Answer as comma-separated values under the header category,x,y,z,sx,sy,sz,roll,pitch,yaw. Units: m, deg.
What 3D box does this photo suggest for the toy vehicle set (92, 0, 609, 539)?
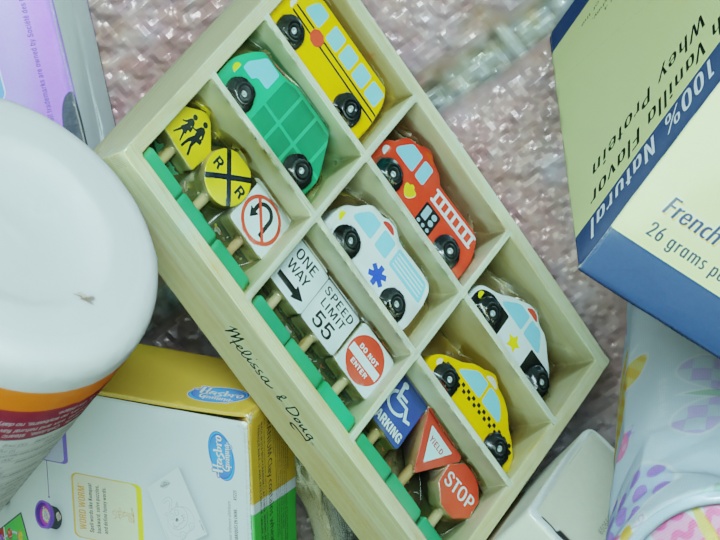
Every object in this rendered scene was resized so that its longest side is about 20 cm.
category,x,y,z,sx,sy,sz,roll,pitch,yaw
toy vehicle set,0.000,0.000,0.926,0.026,0.124,0.200,-12,121,47

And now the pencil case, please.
category,x,y,z,sx,sy,sz,roll,pitch,yaw
pencil case,0.133,0.057,0.907,0.090,0.200,0.084,11,122,3

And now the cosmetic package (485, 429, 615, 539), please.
category,x,y,z,sx,sy,sz,roll,pitch,yaw
cosmetic package,0.052,0.165,0.989,0.105,0.071,0.200,43,124,3

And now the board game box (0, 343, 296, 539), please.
category,x,y,z,sx,sy,sz,roll,pitch,yaw
board game box,-0.122,0.096,0.979,0.199,0.040,0.154,10,117,19

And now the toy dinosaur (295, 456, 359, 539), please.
category,x,y,z,sx,sy,sz,roll,pitch,yaw
toy dinosaur,-0.027,0.063,0.997,0.087,0.048,0.201,-2,118,-6

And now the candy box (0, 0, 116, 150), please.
category,x,y,z,sx,sy,sz,roll,pitch,yaw
candy box,-0.197,-0.076,0.918,0.199,0.072,0.169,-9,115,5

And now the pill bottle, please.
category,x,y,z,sx,sy,sz,roll,pitch,yaw
pill bottle,-0.158,0.041,0.874,0.109,0.110,0.200,32,132,-13

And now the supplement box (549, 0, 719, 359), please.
category,x,y,z,sx,sy,sz,roll,pitch,yaw
supplement box,0.173,-0.082,0.838,0.134,0.200,0.200,31,112,-12
